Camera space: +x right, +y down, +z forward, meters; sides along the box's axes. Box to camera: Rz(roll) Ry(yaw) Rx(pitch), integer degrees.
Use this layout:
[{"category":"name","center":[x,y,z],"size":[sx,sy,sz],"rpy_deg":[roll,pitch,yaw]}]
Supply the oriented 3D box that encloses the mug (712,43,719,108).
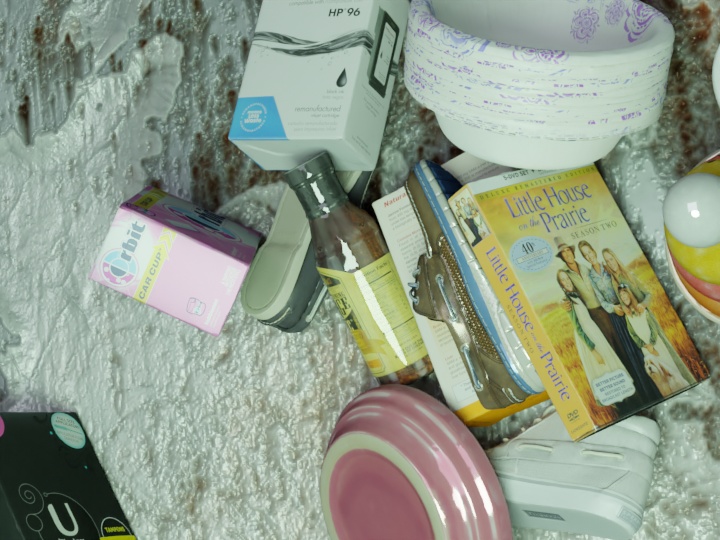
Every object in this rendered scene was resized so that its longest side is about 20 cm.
[{"category":"mug","center":[0.341,-0.158,0.947],"size":[0.199,0.148,0.176],"rpy_deg":[-28,63,17]}]

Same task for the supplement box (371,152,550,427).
[{"category":"supplement box","center":[0.107,0.010,1.101],"size":[0.126,0.073,0.201],"rpy_deg":[-27,73,23]}]

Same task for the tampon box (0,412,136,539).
[{"category":"tampon box","center":[-0.309,0.245,1.259],"size":[0.126,0.150,0.201],"rpy_deg":[-39,68,20]}]

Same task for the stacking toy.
[{"category":"stacking toy","center":[0.260,-0.032,0.949],"size":[0.145,0.200,0.147],"rpy_deg":[-3,84,28]}]

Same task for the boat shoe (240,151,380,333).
[{"category":"boat shoe","center":[-0.033,-0.038,1.193],"size":[0.072,0.063,0.201],"rpy_deg":[17,74,46]}]

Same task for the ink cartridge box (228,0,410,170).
[{"category":"ink cartridge box","center":[-0.030,-0.190,1.175],"size":[0.115,0.068,0.201],"rpy_deg":[2,71,28]}]

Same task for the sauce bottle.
[{"category":"sauce bottle","center":[0.000,0.000,1.129],"size":[0.066,0.066,0.201],"rpy_deg":[-26,94,24]}]

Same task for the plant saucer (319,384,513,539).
[{"category":"plant saucer","center":[0.033,0.193,1.086],"size":[0.200,0.051,0.202],"rpy_deg":[22,120,43]}]

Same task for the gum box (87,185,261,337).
[{"category":"gum box","center":[-0.151,-0.014,1.167],"size":[0.113,0.200,0.066],"rpy_deg":[25,98,-5]}]

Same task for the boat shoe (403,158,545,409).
[{"category":"boat shoe","center":[0.074,0.012,1.035],"size":[0.072,0.072,0.201],"rpy_deg":[-34,69,24]}]

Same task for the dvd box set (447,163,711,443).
[{"category":"dvd box set","center":[0.165,0.014,1.020],"size":[0.029,0.146,0.201],"rpy_deg":[-40,71,47]}]

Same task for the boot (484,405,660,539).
[{"category":"boot","center":[0.143,0.148,1.079],"size":[0.199,0.074,0.096],"rpy_deg":[4,60,39]}]

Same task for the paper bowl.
[{"category":"paper bowl","center":[0.132,-0.148,1.041],"size":[0.200,0.200,0.105],"rpy_deg":[20,123,29]}]
